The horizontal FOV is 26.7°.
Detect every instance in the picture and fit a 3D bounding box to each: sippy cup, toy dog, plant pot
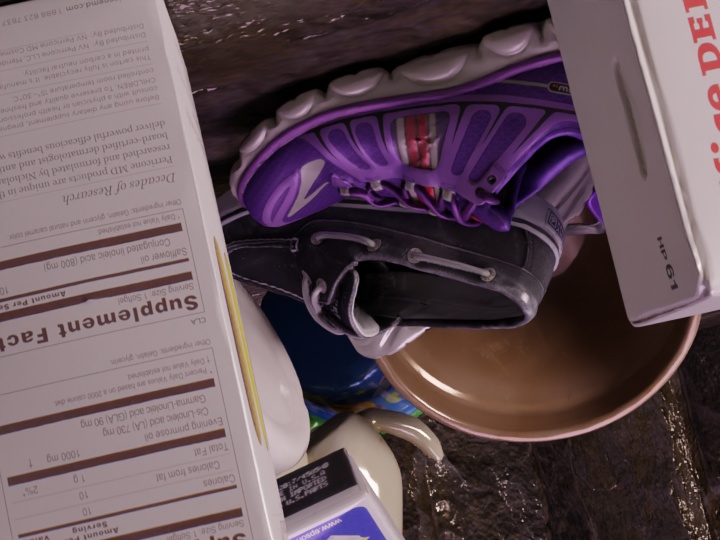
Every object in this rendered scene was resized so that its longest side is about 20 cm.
[{"bbox_3d":[-0.009,0.043,1.059,0.139,0.178,0.130,7,173,15],"label":"sippy cup"},{"bbox_3d":[-0.014,0.207,1.003,0.194,0.200,0.139,-26,-178,-29],"label":"toy dog"},{"bbox_3d":[0.099,-0.003,0.915,0.200,0.201,0.093,-14,-151,9],"label":"plant pot"}]

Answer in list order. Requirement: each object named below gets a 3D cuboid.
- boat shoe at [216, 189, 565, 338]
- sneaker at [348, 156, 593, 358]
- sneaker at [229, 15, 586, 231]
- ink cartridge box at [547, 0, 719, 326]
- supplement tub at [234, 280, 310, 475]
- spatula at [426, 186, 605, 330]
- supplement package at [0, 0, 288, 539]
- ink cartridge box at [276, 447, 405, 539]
[{"bbox_3d":[0.000,0.000,0.746,0.200,0.068,0.072,3,144,27],"label":"boat shoe"},{"bbox_3d":[0.043,-0.039,0.801,0.200,0.099,0.078,-40,-161,21],"label":"sneaker"},{"bbox_3d":[0.032,-0.051,0.679,0.200,0.084,0.081,-16,171,24],"label":"sneaker"},{"bbox_3d":[0.183,-0.072,0.560,0.200,0.145,0.085,-11,173,-12],"label":"ink cartridge box"},{"bbox_3d":[-0.142,0.091,0.850,0.200,0.132,0.132,-29,168,11],"label":"supplement tub"},{"bbox_3d":[0.100,-0.013,0.842,0.200,0.021,0.056,-31,140,23],"label":"spatula"},{"bbox_3d":[-0.098,0.018,0.533,0.109,0.200,0.114,-13,172,-2],"label":"supplement package"},{"bbox_3d":[-0.058,0.207,0.882,0.197,0.047,0.200,-26,138,1],"label":"ink cartridge box"}]
